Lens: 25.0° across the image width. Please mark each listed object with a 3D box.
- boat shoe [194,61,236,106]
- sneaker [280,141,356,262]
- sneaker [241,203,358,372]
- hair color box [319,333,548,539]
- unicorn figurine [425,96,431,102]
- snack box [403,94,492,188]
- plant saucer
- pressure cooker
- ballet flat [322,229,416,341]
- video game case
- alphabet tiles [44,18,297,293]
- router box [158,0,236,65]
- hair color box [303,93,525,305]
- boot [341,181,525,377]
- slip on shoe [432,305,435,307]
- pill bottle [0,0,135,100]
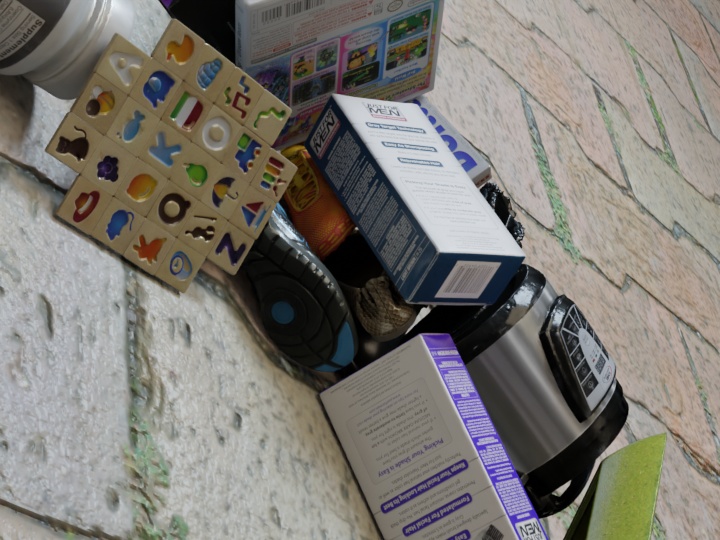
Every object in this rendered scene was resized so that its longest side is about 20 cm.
[{"bbox_3d":[-0.152,-0.134,1.316,0.075,0.086,0.202,46,-2,-15],"label":"boat shoe"},{"bbox_3d":[-0.046,-0.065,1.427,0.077,0.073,0.200,44,11,-22],"label":"sneaker"},{"bbox_3d":[-0.063,-0.009,1.333,0.201,0.073,0.082,56,20,-10],"label":"sneaker"},{"bbox_3d":[0.061,0.164,1.317,0.065,0.109,0.201,6,57,-62],"label":"hair color box"},{"bbox_3d":[0.017,-0.115,1.565,0.201,0.137,0.074,60,10,-31],"label":"unicorn figurine"},{"bbox_3d":[0.033,-0.135,1.494,0.200,0.072,0.024,50,-12,28],"label":"snack box"},{"bbox_3d":[0.197,0.262,1.389,0.048,0.201,0.200,19,40,3],"label":"plant saucer"},{"bbox_3d":[0.141,0.116,1.447,0.200,0.176,0.179,54,-9,-10],"label":"pressure cooker"},{"bbox_3d":[0.000,0.000,1.382,0.046,0.067,0.200,58,1,-26],"label":"ballet flat"},{"bbox_3d":[-0.016,-0.193,1.387,0.024,0.199,0.183,53,-25,32],"label":"video game case"},{"bbox_3d":[-0.136,-0.083,1.212,0.200,0.167,0.006,35,-8,-41],"label":"alphabet tiles"},{"bbox_3d":[-0.074,-0.221,1.374,0.051,0.149,0.200,51,-2,35],"label":"router box"},{"bbox_3d":[0.043,-0.060,1.365,0.100,0.061,0.200,3,42,-39],"label":"hair color box"},{"bbox_3d":[0.062,0.009,1.432,0.074,0.162,0.199,55,25,-21],"label":"boot"},{"bbox_3d":[0.118,0.047,1.620,0.074,0.061,0.201,10,51,-56],"label":"slip on shoe"},{"bbox_3d":[-0.262,-0.210,1.144,0.200,0.113,0.114,34,34,-42],"label":"pill bottle"}]
